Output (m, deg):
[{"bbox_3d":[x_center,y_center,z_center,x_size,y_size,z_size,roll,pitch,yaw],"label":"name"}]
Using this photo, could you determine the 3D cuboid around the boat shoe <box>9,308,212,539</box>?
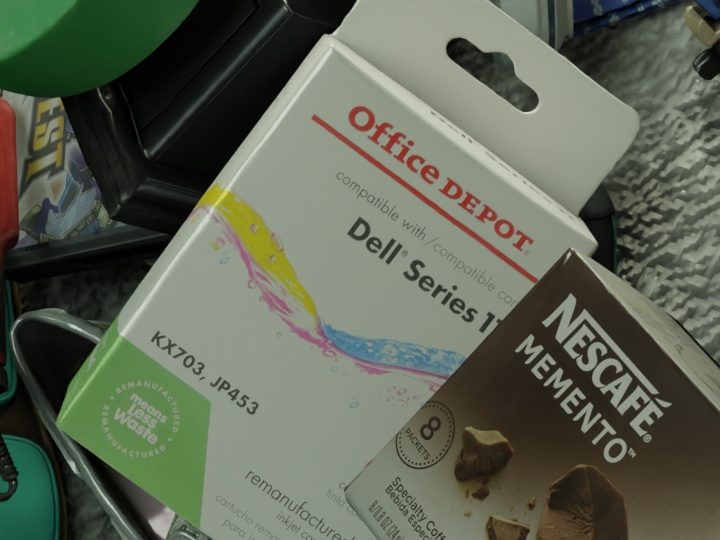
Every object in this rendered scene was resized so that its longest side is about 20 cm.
[{"bbox_3d":[-0.068,0.081,1.049,0.075,0.065,0.202,-50,48,7],"label":"boat shoe"}]

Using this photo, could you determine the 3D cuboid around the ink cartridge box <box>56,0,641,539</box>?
[{"bbox_3d":[0.000,0.000,0.934,0.200,0.117,0.067,-54,5,7],"label":"ink cartridge box"}]

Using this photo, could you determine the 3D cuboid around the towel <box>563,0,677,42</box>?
[{"bbox_3d":[0.137,-0.175,1.040,0.199,0.024,0.145,-19,58,30],"label":"towel"}]

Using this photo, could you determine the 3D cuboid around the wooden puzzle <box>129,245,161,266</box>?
[{"bbox_3d":[-0.050,-0.097,1.131,0.185,0.037,0.201,33,95,43],"label":"wooden puzzle"}]

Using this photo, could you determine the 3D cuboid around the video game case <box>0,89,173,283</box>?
[{"bbox_3d":[-0.080,-0.105,1.123,0.180,0.025,0.201,-10,71,40],"label":"video game case"}]

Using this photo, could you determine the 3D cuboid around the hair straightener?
[{"bbox_3d":[-0.162,0.018,1.100,0.077,0.041,0.201,-48,40,34],"label":"hair straightener"}]

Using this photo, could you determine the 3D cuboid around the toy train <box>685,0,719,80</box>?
[{"bbox_3d":[0.170,-0.138,0.850,0.200,0.046,0.034,-46,12,8],"label":"toy train"}]

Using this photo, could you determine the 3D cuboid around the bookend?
[{"bbox_3d":[-0.032,-0.145,1.005,0.199,0.092,0.201,-44,53,28],"label":"bookend"}]

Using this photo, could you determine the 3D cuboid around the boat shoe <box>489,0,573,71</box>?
[{"bbox_3d":[0.078,-0.173,1.030,0.066,0.074,0.201,-1,76,-1],"label":"boat shoe"}]

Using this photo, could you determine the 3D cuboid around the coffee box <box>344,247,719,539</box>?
[{"bbox_3d":[0.099,0.103,0.836,0.113,0.080,0.200,-47,51,10],"label":"coffee box"}]

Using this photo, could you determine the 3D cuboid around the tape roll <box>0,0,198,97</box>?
[{"bbox_3d":[-0.114,-0.165,0.990,0.200,0.048,0.201,-13,70,42],"label":"tape roll"}]

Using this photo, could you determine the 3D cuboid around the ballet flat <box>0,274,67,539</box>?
[{"bbox_3d":[-0.163,0.075,1.140,0.063,0.068,0.201,-51,38,46],"label":"ballet flat"}]

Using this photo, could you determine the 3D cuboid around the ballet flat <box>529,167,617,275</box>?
[{"bbox_3d":[0.008,0.021,1.020,0.199,0.073,0.073,-20,58,23],"label":"ballet flat"}]
